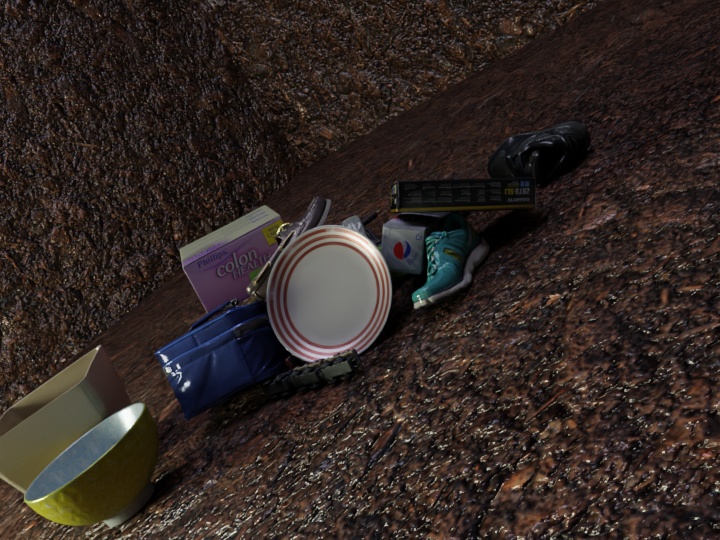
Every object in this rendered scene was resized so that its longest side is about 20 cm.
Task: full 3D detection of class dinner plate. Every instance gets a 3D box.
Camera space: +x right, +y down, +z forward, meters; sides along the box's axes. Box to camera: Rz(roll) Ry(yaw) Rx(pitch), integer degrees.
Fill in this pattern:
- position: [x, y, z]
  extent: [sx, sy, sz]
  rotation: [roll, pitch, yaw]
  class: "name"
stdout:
- position: [-0.044, 0.035, 1.165]
  extent: [0.200, 0.201, 0.024]
  rotation: [-30, -17, 18]
  class: "dinner plate"

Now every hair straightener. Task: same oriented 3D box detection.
- position: [-0.030, 0.083, 1.236]
  extent: [0.200, 0.041, 0.077]
  rotation: [-38, -1, -41]
  class: "hair straightener"

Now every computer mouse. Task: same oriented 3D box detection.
- position: [0.087, -0.084, 1.447]
  extent: [0.200, 0.046, 0.140]
  rotation: [-41, 44, -24]
  class: "computer mouse"

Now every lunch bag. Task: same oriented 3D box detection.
- position: [-0.204, 0.123, 1.247]
  extent: [0.199, 0.133, 0.136]
  rotation: [-30, -4, 16]
  class: "lunch bag"

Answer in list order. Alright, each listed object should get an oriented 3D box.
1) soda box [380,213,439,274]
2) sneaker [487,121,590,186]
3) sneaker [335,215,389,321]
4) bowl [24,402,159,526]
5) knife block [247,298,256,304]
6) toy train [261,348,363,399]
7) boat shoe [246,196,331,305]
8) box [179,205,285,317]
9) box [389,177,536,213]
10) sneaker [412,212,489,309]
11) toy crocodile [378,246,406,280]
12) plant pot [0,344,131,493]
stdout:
- position: [0.078, -0.046, 1.236]
  extent: [0.063, 0.069, 0.200]
  rotation: [7, 11, 11]
  class: "soda box"
- position: [0.275, -0.184, 1.357]
  extent: [0.199, 0.077, 0.114]
  rotation: [-11, 20, 48]
  class: "sneaker"
- position: [-0.013, 0.009, 1.222]
  extent: [0.085, 0.077, 0.200]
  rotation: [-18, 48, -5]
  class: "sneaker"
- position: [-0.352, 0.291, 1.133]
  extent: [0.200, 0.108, 0.200]
  rotation: [-32, 13, 8]
  class: "bowl"
- position: [-0.164, 0.070, 1.446]
  extent: [0.176, 0.064, 0.200]
  rotation: [-50, 9, 15]
  class: "knife block"
- position: [-0.065, 0.143, 1.127]
  extent: [0.200, 0.034, 0.046]
  rotation: [-22, 7, 44]
  class: "toy train"
- position: [-0.108, -0.037, 1.254]
  extent: [0.201, 0.059, 0.072]
  rotation: [-64, 5, -19]
  class: "boat shoe"
- position: [-0.205, -0.022, 1.376]
  extent: [0.175, 0.097, 0.200]
  rotation: [-28, 14, -8]
  class: "box"
- position: [0.146, -0.111, 1.214]
  extent: [0.199, 0.050, 0.160]
  rotation: [-2, 5, -2]
  class: "box"
- position: [0.113, -0.012, 1.136]
  extent: [0.077, 0.080, 0.200]
  rotation: [-24, 17, 35]
  class: "sneaker"
- position: [0.000, 0.000, 1.319]
  extent: [0.199, 0.062, 0.068]
  rotation: [-4, 14, -6]
  class: "toy crocodile"
- position: [-0.460, 0.270, 1.311]
  extent: [0.199, 0.177, 0.200]
  rotation: [-35, 14, -2]
  class: "plant pot"
